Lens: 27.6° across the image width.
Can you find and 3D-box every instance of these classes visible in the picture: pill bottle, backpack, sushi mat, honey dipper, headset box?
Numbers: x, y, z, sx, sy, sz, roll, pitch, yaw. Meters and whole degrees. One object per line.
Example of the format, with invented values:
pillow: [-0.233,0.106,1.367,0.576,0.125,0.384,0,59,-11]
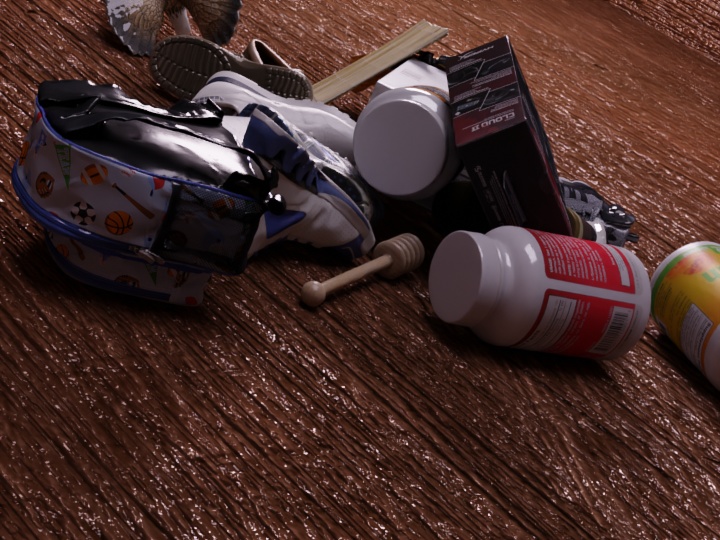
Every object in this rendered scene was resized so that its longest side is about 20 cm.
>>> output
pill bottle: [0.168,0.020,1.381,0.198,0.113,0.112,10,24,-32]
backpack: [-0.184,-0.070,1.183,0.189,0.155,0.200,21,13,-29]
sushi mat: [0.013,-0.255,1.823,0.199,0.012,0.096,-31,24,-10]
honey dipper: [0.000,0.000,1.364,0.038,0.038,0.200,31,24,21]
pill bottle: [0.387,0.062,1.504,0.110,0.112,0.200,12,23,-25]
pill bottle: [0.054,-0.134,1.528,0.116,0.117,0.200,25,11,5]
headset box: [0.148,-0.117,1.463,0.077,0.150,0.201,-19,34,13]

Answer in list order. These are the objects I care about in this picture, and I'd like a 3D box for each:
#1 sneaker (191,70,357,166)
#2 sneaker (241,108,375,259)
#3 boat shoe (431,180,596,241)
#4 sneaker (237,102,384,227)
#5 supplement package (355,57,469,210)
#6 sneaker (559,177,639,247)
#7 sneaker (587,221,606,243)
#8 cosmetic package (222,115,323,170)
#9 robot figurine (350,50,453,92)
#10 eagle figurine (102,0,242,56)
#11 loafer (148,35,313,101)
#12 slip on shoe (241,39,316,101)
sneaker: [-0.091,-0.149,1.598,0.198,0.077,0.081,17,29,4]
sneaker: [-0.079,-0.055,1.361,0.081,0.115,0.199,43,-1,39]
boat shoe: [0.164,-0.049,1.576,0.200,0.072,0.066,14,-4,44]
sneaker: [-0.054,-0.100,1.520,0.200,0.077,0.085,43,19,25]
supplement package: [0.088,-0.158,1.730,0.155,0.112,0.200,25,20,6]
sneaker: [0.252,-0.059,1.708,0.113,0.076,0.199,33,20,33]
sneaker: [0.226,-0.002,1.577,0.087,0.076,0.200,6,18,-2]
cosmetic package: [-0.143,-0.097,1.398,0.199,0.072,0.101,-2,32,-49]
robot figurine: [0.088,-0.244,1.895,0.199,0.059,0.144,9,-5,39]
eagle figurine: [-0.237,-0.347,1.837,0.151,0.152,0.200,37,10,-22]
loafer: [-0.147,-0.211,1.676,0.198,0.076,0.068,19,-5,9]
slip on shoe: [-0.087,-0.211,1.748,0.076,0.061,0.200,6,27,-38]
